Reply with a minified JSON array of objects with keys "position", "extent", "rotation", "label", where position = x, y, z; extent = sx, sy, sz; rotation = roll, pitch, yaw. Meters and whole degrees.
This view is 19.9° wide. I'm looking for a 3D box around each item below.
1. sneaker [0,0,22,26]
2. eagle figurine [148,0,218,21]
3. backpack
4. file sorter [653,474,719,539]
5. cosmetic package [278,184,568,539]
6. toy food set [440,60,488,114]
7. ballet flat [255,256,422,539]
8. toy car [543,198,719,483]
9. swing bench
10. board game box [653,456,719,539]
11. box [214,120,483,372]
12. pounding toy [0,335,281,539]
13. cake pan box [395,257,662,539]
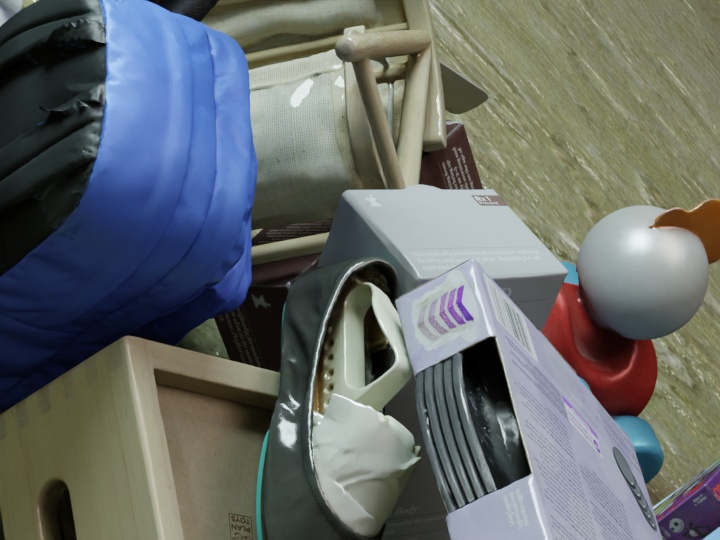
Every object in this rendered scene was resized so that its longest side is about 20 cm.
[{"position":[-0.248,-0.152,1.098],"extent":[0.082,0.074,0.200],"rotation":[40,-6,-32],"label":"sneaker"},{"position":[-0.088,-0.187,1.015],"extent":[0.150,0.199,0.153],"rotation":[-29,104,-40],"label":"eagle figurine"},{"position":[-0.130,-0.041,0.995],"extent":[0.167,0.200,0.164],"rotation":[14,53,-36],"label":"backpack"},{"position":[0.271,0.227,1.360],"extent":[0.138,0.123,0.201],"rotation":[-30,78,-26],"label":"file sorter"},{"position":[0.020,0.058,1.101],"extent":[0.106,0.201,0.090],"rotation":[-4,40,-34],"label":"cosmetic package"},{"position":[0.020,-0.225,1.693],"extent":[0.143,0.060,0.201],"rotation":[27,26,-40],"label":"toy food set"},{"position":[-0.009,0.069,0.954],"extent":[0.068,0.068,0.201],"rotation":[37,37,-35],"label":"ballet flat"},{"position":[0.193,0.023,1.476],"extent":[0.176,0.199,0.185],"rotation":[31,30,-45],"label":"toy car"},{"position":[-0.062,-0.092,1.198],"extent":[0.200,0.197,0.131],"rotation":[-67,144,-63],"label":"swing bench"},{"position":[0.153,0.176,1.210],"extent":[0.032,0.200,0.120],"rotation":[49,24,3],"label":"board game box"},{"position":[0.000,0.000,1.237],"extent":[0.200,0.074,0.101],"rotation":[-45,125,-44],"label":"box"},{"position":[-0.087,0.127,0.998],"extent":[0.183,0.142,0.202],"rotation":[18,50,-47],"label":"pounding toy"},{"position":[0.094,0.116,0.971],"extent":[0.200,0.052,0.185],"rotation":[46,21,-45],"label":"cake pan box"}]
